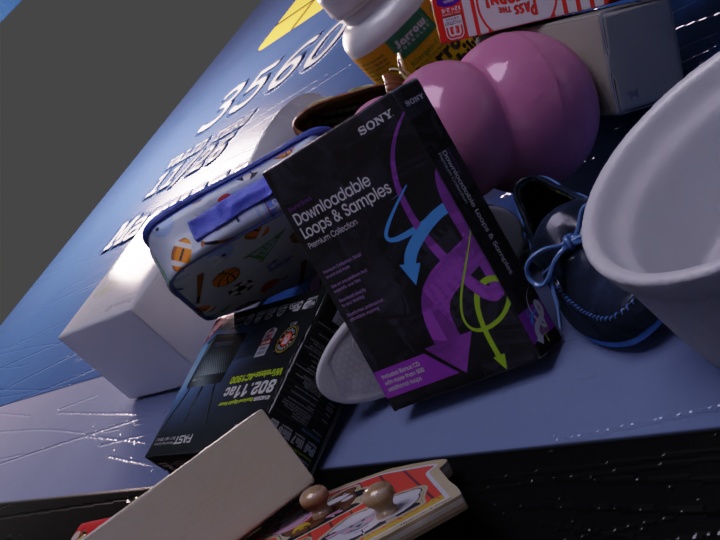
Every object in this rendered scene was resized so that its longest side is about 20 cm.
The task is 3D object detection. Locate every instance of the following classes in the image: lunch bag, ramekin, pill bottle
[{"bbox_3d":[-0.080,-0.041,0.983,0.200,0.076,0.160,-30,-22,-1],"label":"lunch bag"},{"bbox_3d":[0.225,-0.039,0.598,0.200,0.098,0.201,-40,21,18],"label":"ramekin"},{"bbox_3d":[0.054,-0.225,1.140,0.113,0.200,0.113,-39,21,18],"label":"pill bottle"}]

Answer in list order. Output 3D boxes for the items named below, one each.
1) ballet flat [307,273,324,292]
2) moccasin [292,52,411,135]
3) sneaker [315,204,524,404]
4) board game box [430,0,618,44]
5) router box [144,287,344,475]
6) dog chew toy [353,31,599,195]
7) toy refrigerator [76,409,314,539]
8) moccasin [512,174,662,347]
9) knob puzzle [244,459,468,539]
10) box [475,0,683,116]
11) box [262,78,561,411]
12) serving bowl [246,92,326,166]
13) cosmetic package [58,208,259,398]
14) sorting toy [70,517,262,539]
[{"bbox_3d":[0.000,0.000,0.967,0.200,0.069,0.071,119,155,-51],"label":"ballet flat"},{"bbox_3d":[0.036,-0.142,0.996,0.201,0.078,0.074,-5,73,25],"label":"moccasin"},{"bbox_3d":[0.044,0.021,0.896,0.200,0.071,0.099,-45,10,9],"label":"sneaker"},{"bbox_3d":[0.173,-0.247,0.996,0.151,0.046,0.200,-7,14,33],"label":"board game box"},{"bbox_3d":[-0.087,0.104,0.969,0.200,0.062,0.150,-18,42,53],"label":"router box"},{"bbox_3d":[0.079,-0.106,0.862,0.199,0.125,0.124,-18,12,-20],"label":"dog chew toy"},{"bbox_3d":[-0.134,0.181,0.780,0.200,0.070,0.076,-36,-8,-19],"label":"toy refrigerator"},{"bbox_3d":[0.138,-0.010,0.756,0.080,0.068,0.200,-45,20,3],"label":"moccasin"},{"bbox_3d":[-0.035,0.161,0.720,0.219,0.031,0.220,-27,2,1],"label":"knob puzzle"},{"bbox_3d":[0.176,-0.171,0.948,0.068,0.082,0.200,-18,13,-20],"label":"box"},{"bbox_3d":[0.030,-0.012,0.788,0.143,0.200,0.036,-27,3,43],"label":"box"},{"bbox_3d":[-0.048,-0.072,1.140,0.066,0.200,0.200,21,60,21],"label":"serving bowl"},{"bbox_3d":[-0.209,0.025,1.300,0.199,0.123,0.200,-19,35,52],"label":"cosmetic package"},{"bbox_3d":[-0.196,0.271,0.879,0.199,0.070,0.200,-22,30,47],"label":"sorting toy"}]
